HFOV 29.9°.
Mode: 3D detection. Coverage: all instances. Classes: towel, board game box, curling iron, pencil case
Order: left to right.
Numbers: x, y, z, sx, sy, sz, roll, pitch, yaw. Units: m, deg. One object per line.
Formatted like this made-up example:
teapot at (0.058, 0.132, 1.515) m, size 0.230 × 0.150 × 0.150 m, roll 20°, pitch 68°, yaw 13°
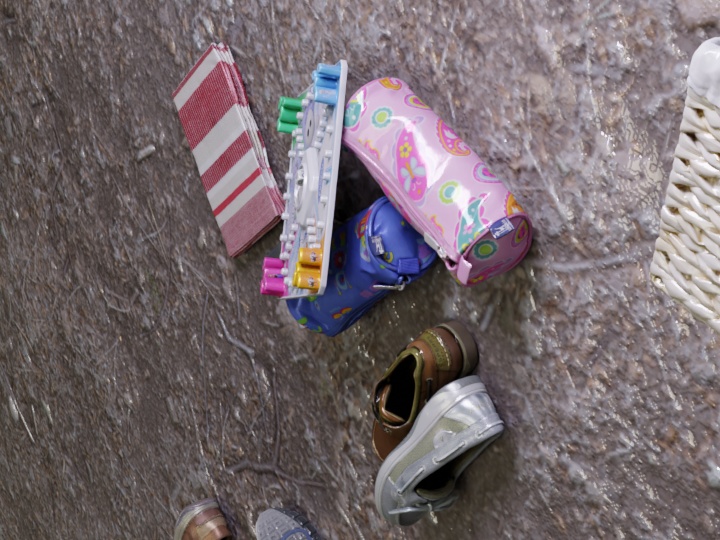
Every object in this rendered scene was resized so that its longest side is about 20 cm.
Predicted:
towel at (-0.143, -0.128, 1.464) m, size 0.144 × 0.023 × 0.203 m, roll -33°, pitch 76°, yaw 57°
board game box at (-0.056, -0.077, 1.240) m, size 0.200 × 0.025 × 0.203 m, roll 170°, pitch 105°, yaw -75°
curling iron at (-0.062, -0.026, 1.378) m, size 0.200 × 0.049 × 0.026 m, roll -33°, pitch 77°, yaw 60°
pencil case at (0.000, 0.000, 1.264) m, size 0.200 × 0.077 × 0.088 m, roll -37°, pitch 52°, yaw 56°
pencil case at (0.061, -0.075, 1.142) m, size 0.201 × 0.087 × 0.088 m, roll 52°, pitch 141°, yaw 29°

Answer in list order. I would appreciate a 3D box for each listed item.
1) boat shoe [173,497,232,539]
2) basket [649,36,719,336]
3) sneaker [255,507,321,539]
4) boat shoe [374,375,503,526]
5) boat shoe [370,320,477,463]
boat shoe at (-0.210, 0.383, 1.740) m, size 0.072 × 0.075 × 0.202 m, roll 44°, pitch 139°, yaw 31°
basket at (0.291, -0.033, 0.735) m, size 0.200 × 0.196 × 0.162 m, roll 43°, pitch 138°, yaw 35°
sneaker at (-0.065, 0.364, 1.529) m, size 0.201 × 0.074 × 0.087 m, roll 57°, pitch 148°, yaw 22°
boat shoe at (0.072, 0.182, 1.251) m, size 0.065 × 0.074 × 0.203 m, roll 56°, pitch 136°, yaw 29°
boat shoe at (0.040, 0.121, 1.272) m, size 0.072 × 0.067 × 0.201 m, roll 51°, pitch 141°, yaw 27°
